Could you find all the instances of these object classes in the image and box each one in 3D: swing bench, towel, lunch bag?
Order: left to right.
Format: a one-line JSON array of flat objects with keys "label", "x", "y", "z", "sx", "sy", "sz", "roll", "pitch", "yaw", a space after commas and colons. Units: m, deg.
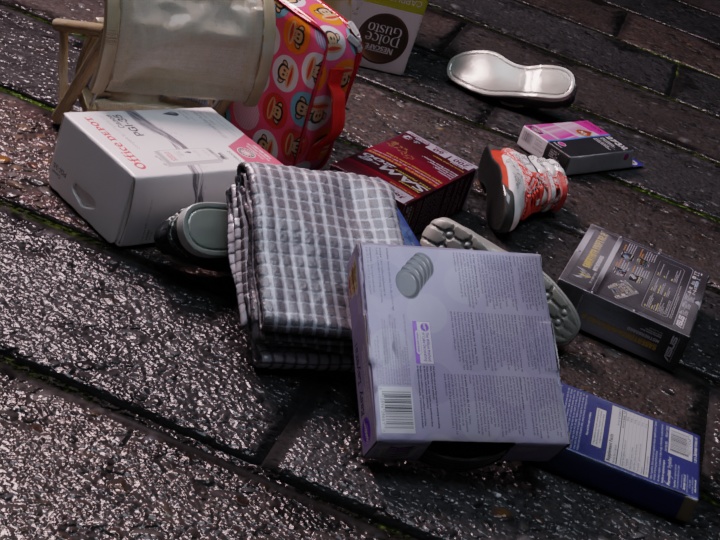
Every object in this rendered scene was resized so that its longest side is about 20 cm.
[{"label": "swing bench", "x": -0.223, "y": -0.238, "z": 1.637, "sx": 0.197, "sy": 0.131, "sz": 0.199, "roll": 2, "pitch": -8, "yaw": -29}, {"label": "lunch bag", "x": -0.078, "y": -0.218, "z": 1.716, "sx": 0.081, "sy": 0.201, "sz": 0.176, "roll": -12, "pitch": 42, "yaw": -45}, {"label": "towel", "x": -0.037, "y": -0.006, "z": 1.384, "sx": 0.164, "sy": 0.086, "sz": 0.202, "roll": 6, "pitch": 55, "yaw": -25}]

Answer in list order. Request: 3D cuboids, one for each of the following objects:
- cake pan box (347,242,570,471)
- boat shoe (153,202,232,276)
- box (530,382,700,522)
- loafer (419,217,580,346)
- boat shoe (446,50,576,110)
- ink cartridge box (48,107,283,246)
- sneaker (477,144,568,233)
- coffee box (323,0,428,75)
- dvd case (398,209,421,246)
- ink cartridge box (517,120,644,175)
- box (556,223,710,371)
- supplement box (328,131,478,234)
[{"label": "cake pan box", "x": 0.085, "y": 0.076, "z": 1.305, "sx": 0.182, "sy": 0.052, "sz": 0.202, "roll": 1, "pitch": 64, "yaw": -16}, {"label": "boat shoe", "x": -0.117, "y": -0.031, "z": 1.480, "sx": 0.199, "sy": 0.076, "sz": 0.060, "roll": 14, "pitch": -20, "yaw": -42}, {"label": "box", "x": 0.221, "y": 0.159, "z": 1.376, "sx": 0.198, "sy": 0.033, "sz": 0.121, "roll": 22, "pitch": 26, "yaw": 5}, {"label": "loafer", "x": 0.153, "y": 0.012, "z": 1.575, "sx": 0.199, "sy": 0.070, "sz": 0.070, "roll": 39, "pitch": 2, "yaw": 13}, {"label": "boat shoe", "x": 0.229, "y": -0.284, "z": 2.211, "sx": 0.198, "sy": 0.075, "sz": 0.060, "roll": 8, "pitch": -18, "yaw": 14}, {"label": "ink cartridge box", "x": -0.205, "y": -0.102, "z": 1.540, "sx": 0.199, "sy": 0.083, "sz": 0.146, "roll": -8, "pitch": 37, "yaw": -44}, {"label": "sneaker", "x": 0.212, "y": -0.098, "z": 1.831, "sx": 0.107, "sy": 0.068, "sz": 0.202, "roll": 12, "pitch": 24, "yaw": -8}, {"label": "coffee box", "x": -0.014, "y": -0.437, "z": 2.187, "sx": 0.198, "sy": 0.199, "sz": 0.201, "roll": 11, "pitch": 29, "yaw": -17}, {"label": "dvd case", "x": 0.000, "y": 0.000, "z": 1.493, "sx": 0.199, "sy": 0.018, "sz": 0.143, "roll": -11, "pitch": 64, "yaw": -46}, {"label": "ink cartridge box", "x": 0.323, "y": -0.178, "z": 2.100, "sx": 0.199, "sy": 0.037, "sz": 0.095, "roll": -7, "pitch": 36, "yaw": -46}, {"label": "box", "x": 0.310, "y": 0.027, "z": 1.675, "sx": 0.157, "sy": 0.049, "sz": 0.200, "roll": 23, "pitch": 26, "yaw": 10}, {"label": "supplement box", "x": 0.047, "y": -0.100, "z": 1.731, "sx": 0.108, "sy": 0.061, "sz": 0.200, "roll": 29, "pitch": 28, "yaw": 19}]
